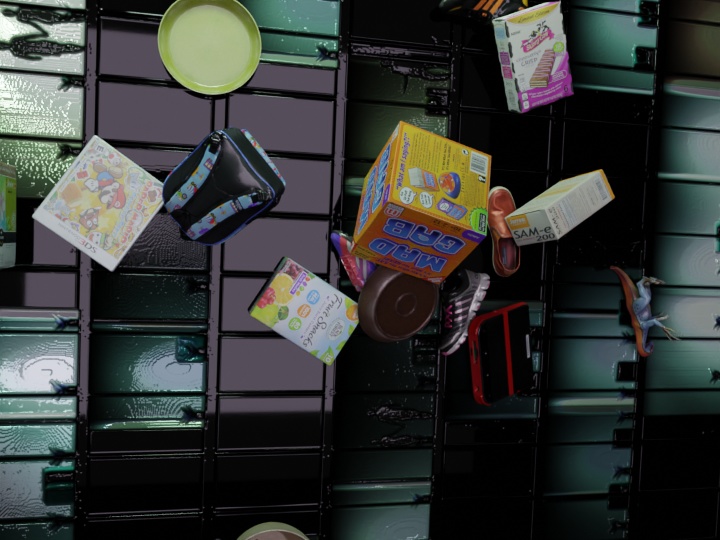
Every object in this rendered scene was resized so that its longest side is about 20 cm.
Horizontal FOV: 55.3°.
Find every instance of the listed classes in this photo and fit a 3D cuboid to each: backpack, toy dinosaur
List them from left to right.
[{"bbox_3d":[-0.271,-0.156,1.337,0.200,0.135,0.183,-38,98,19],"label":"backpack"},{"bbox_3d":[0.656,0.104,1.609,0.200,0.105,0.182,23,103,24],"label":"toy dinosaur"}]

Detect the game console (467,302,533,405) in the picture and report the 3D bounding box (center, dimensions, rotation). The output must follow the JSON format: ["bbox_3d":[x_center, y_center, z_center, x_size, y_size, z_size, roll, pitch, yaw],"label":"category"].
[{"bbox_3d":[0.310,0.183,1.508,0.177,0.031,0.200,-15,105,-36],"label":"game console"}]

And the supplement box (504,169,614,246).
[{"bbox_3d":[0.427,-0.133,1.473,0.200,0.126,0.074,-32,100,-27],"label":"supplement box"}]

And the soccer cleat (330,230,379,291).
[{"bbox_3d":[0.000,0.000,1.443,0.073,0.068,0.200,-47,105,-10],"label":"soccer cleat"}]

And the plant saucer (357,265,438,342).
[{"bbox_3d":[0.089,0.067,1.442,0.200,0.034,0.200,-13,118,-25],"label":"plant saucer"}]

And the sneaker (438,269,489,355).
[{"bbox_3d":[0.203,0.083,1.491,0.087,0.074,0.200,26,85,-10],"label":"sneaker"}]

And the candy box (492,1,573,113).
[{"bbox_3d":[0.373,-0.456,1.477,0.136,0.061,0.200,-22,113,-11],"label":"candy box"}]

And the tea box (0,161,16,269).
[{"bbox_3d":[-0.743,-0.104,1.238,0.200,0.134,0.197,2,93,-13],"label":"tea box"}]

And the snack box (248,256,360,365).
[{"bbox_3d":[-0.110,0.084,1.430,0.200,0.053,0.142,35,87,-12],"label":"snack box"}]

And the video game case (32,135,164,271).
[{"bbox_3d":[-0.502,-0.130,1.347,0.182,0.023,0.200,37,85,-12],"label":"video game case"}]

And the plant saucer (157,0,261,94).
[{"bbox_3d":[-0.299,-0.449,1.370,0.200,0.031,0.200,-1,94,-12],"label":"plant saucer"}]

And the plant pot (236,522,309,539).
[{"bbox_3d":[-0.185,0.597,1.400,0.200,0.134,0.201,-1,94,-12],"label":"plant pot"}]

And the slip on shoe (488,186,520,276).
[{"bbox_3d":[0.319,-0.085,1.511,0.074,0.061,0.200,-6,93,-10],"label":"slip on shoe"}]

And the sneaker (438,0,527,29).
[{"bbox_3d":[0.269,-0.556,1.468,0.200,0.070,0.090,-14,93,-13],"label":"sneaker"}]

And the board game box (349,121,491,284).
[{"bbox_3d":[0.118,-0.128,1.356,0.200,0.200,0.200,19,57,-13],"label":"board game box"}]
